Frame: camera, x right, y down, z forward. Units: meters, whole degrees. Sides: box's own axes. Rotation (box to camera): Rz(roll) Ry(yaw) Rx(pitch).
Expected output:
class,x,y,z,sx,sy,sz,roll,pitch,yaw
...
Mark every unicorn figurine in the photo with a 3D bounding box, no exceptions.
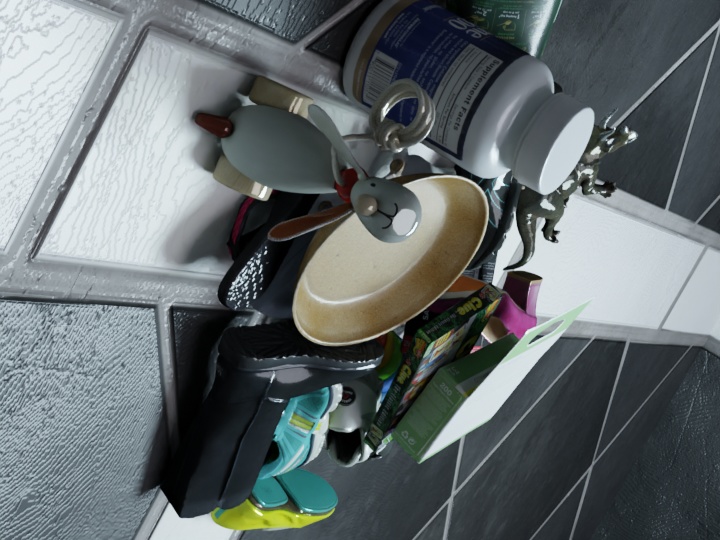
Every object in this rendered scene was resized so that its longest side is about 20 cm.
class,x,y,z,sx,sy,sz,roll,pitch,yaw
unicorn figurine,0.038,-0.071,1.450,0.200,0.074,0.137,-34,157,10

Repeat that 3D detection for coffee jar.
class,x,y,z,sx,sy,sz,roll,pitch,yaw
coffee jar,0.119,-0.202,1.407,0.085,0.104,0.200,-101,-164,-47

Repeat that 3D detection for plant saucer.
class,x,y,z,sx,sy,sz,roll,pitch,yaw
plant saucer,0.020,-0.017,1.328,0.200,0.035,0.200,-26,146,-19

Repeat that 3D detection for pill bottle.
class,x,y,z,sx,sy,sz,roll,pitch,yaw
pill bottle,0.093,-0.148,1.297,0.111,0.200,0.111,-45,155,-28

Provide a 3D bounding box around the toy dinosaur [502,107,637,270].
class,x,y,z,sx,sy,sz,roll,pitch,yaw
toy dinosaur,0.203,-0.090,1.604,0.200,0.077,0.102,-42,138,9

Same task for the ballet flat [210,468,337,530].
class,x,y,z,sx,sy,sz,roll,pitch,yaw
ballet flat,-0.096,0.247,1.616,0.067,0.067,0.200,-41,159,14

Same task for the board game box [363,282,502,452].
class,x,y,z,sx,sy,sz,roll,pitch,yaw
board game box,0.069,0.098,1.501,0.105,0.023,0.200,-35,160,-35

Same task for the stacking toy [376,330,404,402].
class,x,y,z,sx,sy,sz,roll,pitch,yaw
stacking toy,0.011,0.088,1.603,0.085,0.085,0.200,-54,153,-10

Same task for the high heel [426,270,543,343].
class,x,y,z,sx,sy,sz,roll,pitch,yaw
high heel,0.118,0.053,1.563,0.200,0.067,0.096,-9,117,-57

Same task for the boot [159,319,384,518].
class,x,y,z,sx,sy,sz,roll,pitch,yaw
boot,-0.082,0.140,1.413,0.165,0.066,0.200,3,124,-29

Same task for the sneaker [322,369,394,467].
class,x,y,z,sx,sy,sz,roll,pitch,yaw
sneaker,-0.010,0.172,1.614,0.200,0.074,0.089,71,32,-60

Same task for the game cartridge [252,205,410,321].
class,x,y,z,sx,sy,sz,roll,pitch,yaw
game cartridge,0.000,0.000,1.412,0.133,0.042,0.200,-40,152,24

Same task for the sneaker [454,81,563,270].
class,x,y,z,sx,sy,sz,roll,pitch,yaw
sneaker,0.116,-0.094,1.405,0.075,0.079,0.200,-90,-161,-63

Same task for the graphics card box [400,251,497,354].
class,x,y,z,sx,sy,sz,roll,pitch,yaw
graphics card box,0.102,-0.004,1.626,0.125,0.051,0.200,3,98,-65

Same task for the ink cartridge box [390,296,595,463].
class,x,y,z,sx,sy,sz,roll,pitch,yaw
ink cartridge box,0.130,0.094,1.512,0.145,0.048,0.200,-21,151,-52

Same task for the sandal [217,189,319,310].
class,x,y,z,sx,sy,sz,roll,pitch,yaw
sandal,-0.078,-0.044,1.299,0.075,0.045,0.200,101,15,-53

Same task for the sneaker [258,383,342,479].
class,x,y,z,sx,sy,sz,roll,pitch,yaw
sneaker,-0.071,0.133,1.496,0.080,0.077,0.200,-25,141,-34

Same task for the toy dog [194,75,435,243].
class,x,y,z,sx,sy,sz,roll,pitch,yaw
toy dog,-0.049,-0.085,1.141,0.096,0.200,0.132,10,86,-49
